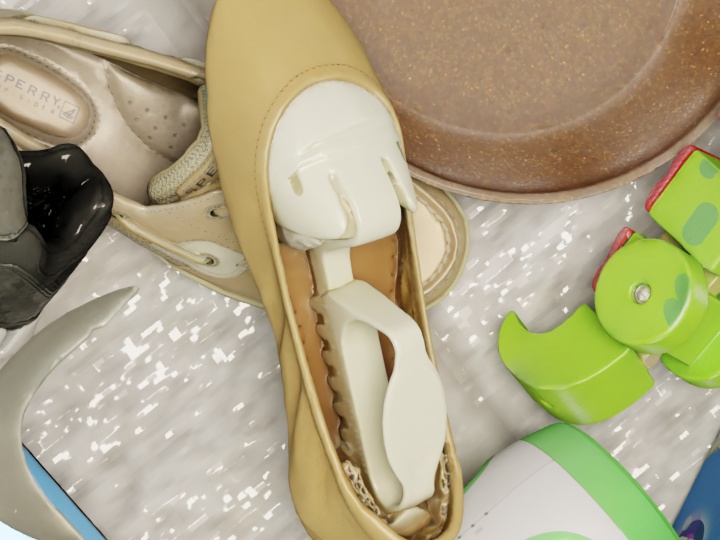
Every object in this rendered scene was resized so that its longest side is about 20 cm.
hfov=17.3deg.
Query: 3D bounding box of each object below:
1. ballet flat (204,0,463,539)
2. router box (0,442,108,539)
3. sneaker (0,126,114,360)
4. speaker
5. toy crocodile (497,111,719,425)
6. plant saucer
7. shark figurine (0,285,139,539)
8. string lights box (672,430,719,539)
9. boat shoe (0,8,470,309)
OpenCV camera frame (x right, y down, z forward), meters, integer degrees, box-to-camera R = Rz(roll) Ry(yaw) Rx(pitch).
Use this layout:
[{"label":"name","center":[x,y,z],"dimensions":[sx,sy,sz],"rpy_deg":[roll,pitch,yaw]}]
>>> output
[{"label":"ballet flat","center":[0.000,0.000,0.762],"dimensions":[0.068,0.063,0.201],"rpy_deg":[-20,106,-27]},{"label":"router box","center":[-0.166,0.147,0.782],"dimensions":[0.200,0.051,0.149],"rpy_deg":[-43,98,-11]},{"label":"sneaker","center":[-0.147,-0.014,0.706],"dimensions":[0.090,0.200,0.067],"rpy_deg":[-42,70,27]},{"label":"speaker","center":[0.017,0.143,0.808],"dimensions":[0.200,0.088,0.089],"rpy_deg":[-40,98,-10]},{"label":"toy crocodile","center":[0.131,-0.022,0.824],"dimensions":[0.200,0.062,0.067],"rpy_deg":[-50,145,11]},{"label":"plant saucer","center":[0.052,-0.123,0.837],"dimensions":[0.199,0.037,0.202],"rpy_deg":[0,88,-16]},{"label":"shark figurine","center":[-0.121,0.086,0.717],"dimensions":[0.127,0.215,0.090],"rpy_deg":[15,44,13]},{"label":"string lights box","center":[0.173,0.061,0.832],"dimensions":[0.059,0.103,0.201],"rpy_deg":[29,83,-12]},{"label":"boat shoe","center":[-0.052,-0.035,0.802],"dimensions":[0.199,0.065,0.073],"rpy_deg":[23,85,-11]}]
